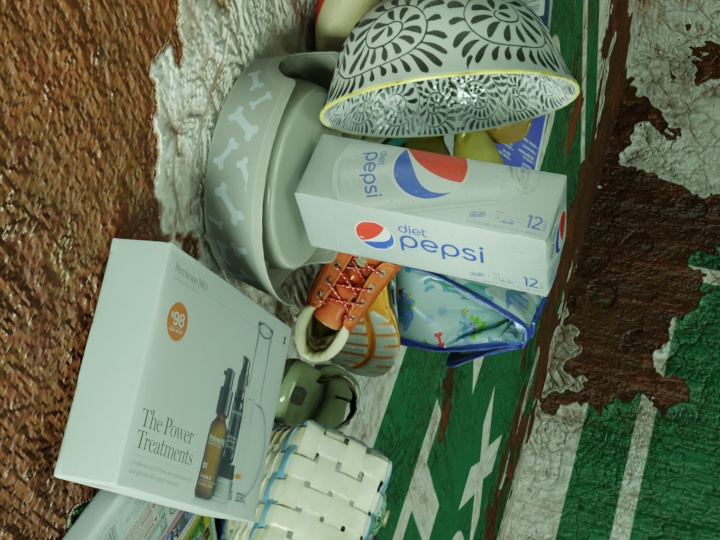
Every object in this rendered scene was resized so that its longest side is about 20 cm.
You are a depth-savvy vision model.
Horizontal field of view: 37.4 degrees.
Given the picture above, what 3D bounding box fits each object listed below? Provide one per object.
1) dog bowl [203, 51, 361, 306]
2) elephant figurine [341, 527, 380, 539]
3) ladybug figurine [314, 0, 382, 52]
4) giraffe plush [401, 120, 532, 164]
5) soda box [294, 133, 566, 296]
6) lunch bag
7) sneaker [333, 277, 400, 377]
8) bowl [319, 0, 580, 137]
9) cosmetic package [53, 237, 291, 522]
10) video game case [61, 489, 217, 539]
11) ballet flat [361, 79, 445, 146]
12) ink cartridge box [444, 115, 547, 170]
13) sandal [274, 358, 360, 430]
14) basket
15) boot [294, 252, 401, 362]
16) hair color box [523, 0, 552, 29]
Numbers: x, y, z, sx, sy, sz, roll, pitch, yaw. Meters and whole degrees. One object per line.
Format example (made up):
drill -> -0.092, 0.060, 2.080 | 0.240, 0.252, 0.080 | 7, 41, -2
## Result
dog bowl -> -0.060, -0.077, 0.849 | 0.200, 0.058, 0.204 | 13, 90, -73
elephant figurine -> -0.011, 0.347, 1.127 | 0.142, 0.154, 0.200 | -52, 166, -7
ladybug figurine -> 0.017, -0.228, 0.911 | 0.073, 0.134, 0.200 | 63, -10, 15
giraffe plush -> 0.074, -0.185, 1.064 | 0.162, 0.170, 0.204 | 27, 71, -61
soda box -> 0.054, -0.044, 0.803 | 0.069, 0.196, 0.064 | 75, 33, -52
lunch bag -> 0.116, 0.018, 1.225 | 0.170, 0.196, 0.130 | -51, 148, -56
sneaker -> 0.009, 0.026, 1.105 | 0.078, 0.077, 0.203 | -70, 164, -52
bowl -> 0.064, -0.169, 0.810 | 0.200, 0.197, 0.096 | 9, 77, -72
cosmetic package -> -0.118, 0.084, 0.735 | 0.200, 0.051, 0.154 | 44, 52, -63
video game case -> -0.163, 0.218, 0.774 | 0.201, 0.022, 0.185 | -58, 153, -50
ballet flat -> 0.007, -0.123, 0.967 | 0.200, 0.069, 0.070 | -47, -178, 34
ink cartridge box -> 0.137, -0.166, 1.246 | 0.196, 0.047, 0.204 | 27, 70, -37
sandal -> -0.035, 0.135, 1.057 | 0.201, 0.056, 0.081 | 28, 75, -72
basket -> -0.056, 0.229, 0.953 | 0.200, 0.137, 0.179 | -38, -152, 63
boot -> 0.000, 0.000, 0.955 | 0.201, 0.074, 0.108 | -60, -179, 41
hair color box -> 0.113, -0.307, 1.039 | 0.060, 0.201, 0.101 | -16, 131, -18
